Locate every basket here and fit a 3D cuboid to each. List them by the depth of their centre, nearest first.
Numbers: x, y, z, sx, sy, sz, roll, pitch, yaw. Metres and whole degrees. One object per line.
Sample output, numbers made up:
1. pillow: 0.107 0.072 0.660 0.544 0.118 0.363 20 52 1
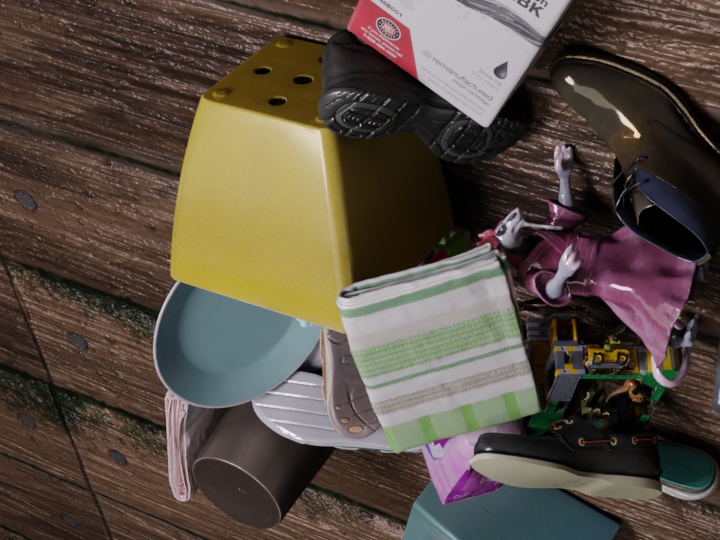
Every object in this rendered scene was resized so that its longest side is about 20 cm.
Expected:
1. basket: -0.085 0.170 1.676 0.135 0.200 0.181 28 145 11

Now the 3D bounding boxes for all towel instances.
1. towel: 0.071 0.070 1.325 0.148 0.031 0.201 -15 133 5
2. towel: -0.152 0.129 1.687 0.032 0.201 0.192 22 142 14

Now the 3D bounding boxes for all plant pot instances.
1. plant pot: -0.045 -0.092 1.365 0.199 0.200 0.178 16 128 25
2. plant pot: 0.155 0.305 1.691 0.199 0.141 0.142 33 145 17

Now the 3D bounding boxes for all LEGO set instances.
1. LEGO set: 0.217 0.073 1.419 0.152 0.117 0.200 -3 152 3

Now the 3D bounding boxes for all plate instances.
1. plate: -0.118 0.045 1.504 0.026 0.199 0.201 42 157 45

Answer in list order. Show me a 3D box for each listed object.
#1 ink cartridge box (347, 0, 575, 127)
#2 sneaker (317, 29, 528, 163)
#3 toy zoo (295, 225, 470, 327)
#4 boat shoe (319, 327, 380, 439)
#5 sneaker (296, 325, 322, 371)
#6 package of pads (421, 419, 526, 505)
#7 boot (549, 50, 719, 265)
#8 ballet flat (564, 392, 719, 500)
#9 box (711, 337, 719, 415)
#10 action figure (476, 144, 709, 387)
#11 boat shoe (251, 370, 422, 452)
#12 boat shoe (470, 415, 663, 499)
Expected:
1. ink cartridge box: 0.093 -0.228 1.169 0.144 0.084 0.200 35 144 2
2. sneaker: 0.056 -0.151 1.272 0.199 0.092 0.076 13 146 -30
3. toy zoo: 0.000 0.000 1.411 0.130 0.200 0.021 14 125 26
4. boat shoe: -0.010 0.066 1.527 0.075 0.202 0.072 7 172 -12
5. sneaker: -0.055 0.019 1.586 0.114 0.075 0.202 3 112 -8
6. package of pads: 0.090 0.114 1.493 0.121 0.075 0.201 113 141 -58
7. boot: 0.222 -0.091 1.208 0.199 0.097 0.075 34 145 2
8. ballet flat: 0.260 0.181 1.526 0.199 0.070 0.070 22 143 17
9. box: 0.387 0.072 1.299 0.160 0.049 0.201 22 143 24
10. action figure: 0.196 -0.006 1.307 0.198 0.135 0.150 11 140 17
11. boat shoe: -0.015 0.158 1.584 0.198 0.073 0.071 14 164 11
12. boat shoe: 0.188 0.168 1.403 0.200 0.064 0.074 9 160 -25
